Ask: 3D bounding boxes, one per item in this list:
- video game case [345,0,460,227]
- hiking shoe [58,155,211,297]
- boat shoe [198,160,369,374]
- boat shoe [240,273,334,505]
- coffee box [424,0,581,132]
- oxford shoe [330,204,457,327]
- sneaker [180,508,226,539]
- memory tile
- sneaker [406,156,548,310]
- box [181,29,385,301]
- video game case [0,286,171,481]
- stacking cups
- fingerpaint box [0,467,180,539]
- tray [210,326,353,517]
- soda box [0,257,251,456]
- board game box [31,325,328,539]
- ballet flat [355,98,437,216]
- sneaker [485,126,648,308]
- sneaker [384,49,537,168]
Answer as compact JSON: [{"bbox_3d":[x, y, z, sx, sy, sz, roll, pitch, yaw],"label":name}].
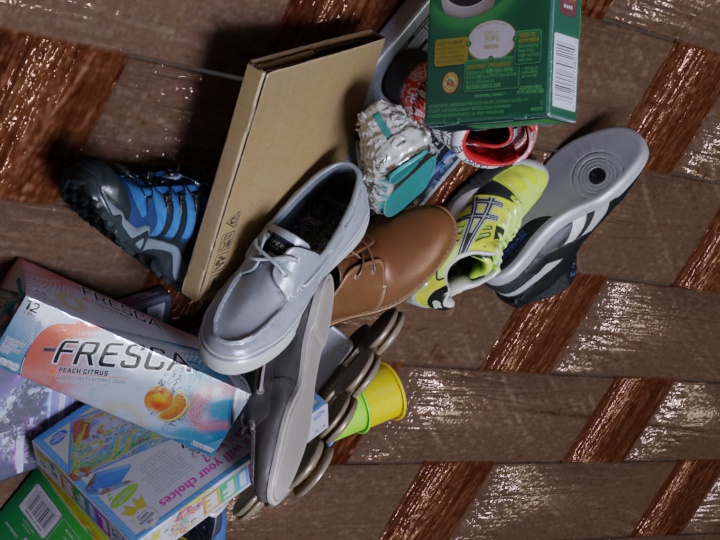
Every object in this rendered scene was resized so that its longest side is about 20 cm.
[{"bbox_3d":[0.035,-0.125,1.626,0.200,0.023,0.182,-50,145,3],"label":"video game case"},{"bbox_3d":[-0.159,-0.054,1.459,0.087,0.074,0.200,-53,155,-4],"label":"hiking shoe"},{"bbox_3d":[-0.060,-0.009,1.478,0.201,0.070,0.072,-52,157,-32],"label":"boat shoe"},{"bbox_3d":[-0.067,0.089,1.519,0.067,0.057,0.201,72,27,-59],"label":"boat shoe"},{"bbox_3d":[0.110,-0.209,1.460,0.044,0.122,0.202,6,84,-49],"label":"coffee box"},{"bbox_3d":[0.000,0.000,1.616,0.199,0.072,0.071,-30,166,-15],"label":"oxford shoe"},{"bbox_3d":[-0.153,0.268,1.781,0.078,0.066,0.201,-25,141,-47],"label":"sneaker"},{"bbox_3d":[-0.035,0.124,1.661,0.153,0.017,0.200,-36,-161,54],"label":"memory tile"},{"bbox_3d":[0.107,-0.027,1.742,0.200,0.076,0.076,-41,144,-25],"label":"sneaker"},{"bbox_3d":[-0.059,-0.083,1.496,0.163,0.021,0.201,-25,140,-53],"label":"box"},{"bbox_3d":[-0.245,0.098,1.549,0.199,0.019,0.144,-18,136,-35],"label":"video game case"},{"bbox_3d":[-0.055,0.145,1.768,0.199,0.061,0.061,-22,138,-26],"label":"stacking cups"},{"bbox_3d":[-0.191,0.269,1.614,0.073,0.200,0.167,-50,146,7],"label":"fingerpaint box"},{"bbox_3d":[-0.107,0.108,1.671,0.107,0.022,0.200,37,96,-18],"label":"tray"},{"bbox_3d":[-0.185,0.066,1.467,0.199,0.068,0.064,25,107,-25],"label":"soda box"},{"bbox_3d":[-0.143,0.131,1.553,0.200,0.134,0.034,-34,147,-26],"label":"board game box"},{"bbox_3d":[0.025,-0.096,1.552,0.072,0.072,0.200,-42,173,-7],"label":"ballet flat"},{"bbox_3d":[0.199,-0.048,1.840,0.200,0.073,0.112,-40,149,4],"label":"sneaker"},{"bbox_3d":[0.116,-0.123,1.600,0.201,0.108,0.067,7,118,-50],"label":"sneaker"}]
